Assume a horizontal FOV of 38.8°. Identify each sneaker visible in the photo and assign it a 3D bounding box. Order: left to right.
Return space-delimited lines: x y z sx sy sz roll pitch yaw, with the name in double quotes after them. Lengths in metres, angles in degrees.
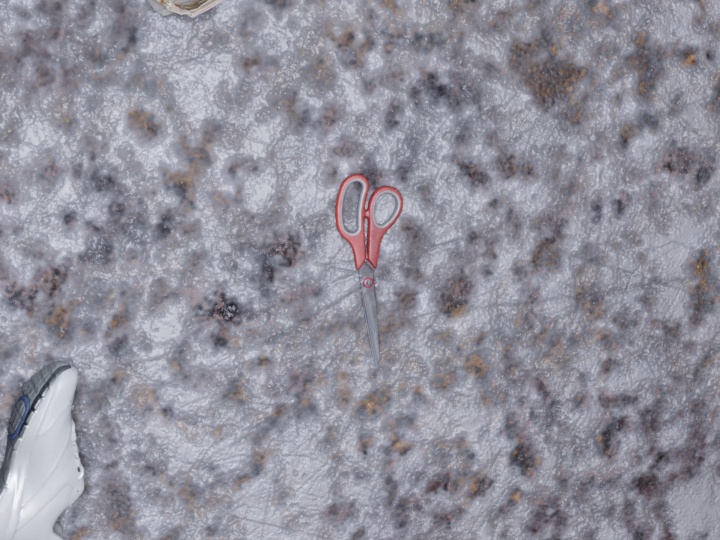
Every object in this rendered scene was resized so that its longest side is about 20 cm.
-0.314 0.186 1.020 0.087 0.074 0.201 15 101 -26 "sneaker"

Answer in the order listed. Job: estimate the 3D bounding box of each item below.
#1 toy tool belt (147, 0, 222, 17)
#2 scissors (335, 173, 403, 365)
-0.134 -0.329 0.953 0.200 0.123 0.125 -44 104 -4 "toy tool belt"
0.000 0.000 1.087 0.073 0.014 0.202 6 97 -16 "scissors"
